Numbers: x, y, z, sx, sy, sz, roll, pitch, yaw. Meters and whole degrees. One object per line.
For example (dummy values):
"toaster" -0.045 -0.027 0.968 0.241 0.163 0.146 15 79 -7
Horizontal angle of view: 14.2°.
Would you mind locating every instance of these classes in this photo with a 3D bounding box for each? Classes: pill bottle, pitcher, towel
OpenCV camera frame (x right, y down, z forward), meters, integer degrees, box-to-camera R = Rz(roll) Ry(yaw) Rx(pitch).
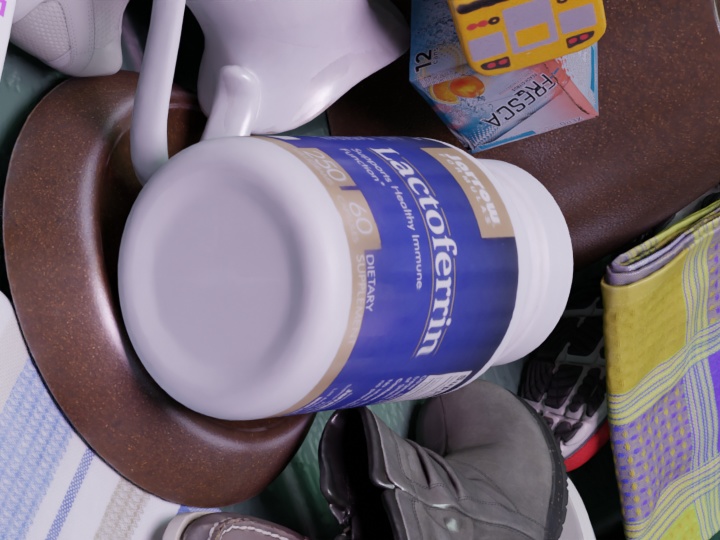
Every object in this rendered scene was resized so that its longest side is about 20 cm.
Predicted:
"pill bottle" 0.000 0.000 1.235 0.200 0.116 0.116 -4 80 -55
"pitcher" -0.054 -0.140 1.209 0.172 0.121 0.200 -55 148 -36
"towel" -0.134 0.104 1.185 0.200 0.024 0.147 47 45 -29
"towel" 0.175 0.051 1.421 0.143 0.023 0.200 -31 129 -34

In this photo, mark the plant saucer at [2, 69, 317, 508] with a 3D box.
"plant saucer" -0.073 0.002 1.264 0.200 0.034 0.201 29 51 -42

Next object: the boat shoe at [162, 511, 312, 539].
"boat shoe" -0.009 0.158 1.260 0.200 0.059 0.072 42 49 -40

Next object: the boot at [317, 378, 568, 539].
"boot" 0.033 0.092 1.288 0.131 0.068 0.200 42 23 -33

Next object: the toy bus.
"toy bus" 0.048 -0.189 1.248 0.078 0.065 0.200 67 7 -58

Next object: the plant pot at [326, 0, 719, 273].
"plant pot" 0.117 -0.094 1.396 0.187 0.200 0.188 18 64 -42

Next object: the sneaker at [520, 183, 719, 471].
"sneaker" 0.159 0.030 1.450 0.200 0.077 0.085 -50 119 -13

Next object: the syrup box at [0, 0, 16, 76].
"syrup box" -0.183 -0.158 1.179 0.079 0.081 0.201 30 55 -37

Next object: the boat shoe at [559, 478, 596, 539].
"boat shoe" 0.097 0.191 1.384 0.071 0.070 0.201 13 66 -63

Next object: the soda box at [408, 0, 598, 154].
"soda box" 0.067 -0.155 1.325 0.064 0.068 0.200 47 37 -46

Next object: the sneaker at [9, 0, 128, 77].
"sneaker" -0.116 -0.173 1.275 0.092 0.076 0.200 42 56 -40
